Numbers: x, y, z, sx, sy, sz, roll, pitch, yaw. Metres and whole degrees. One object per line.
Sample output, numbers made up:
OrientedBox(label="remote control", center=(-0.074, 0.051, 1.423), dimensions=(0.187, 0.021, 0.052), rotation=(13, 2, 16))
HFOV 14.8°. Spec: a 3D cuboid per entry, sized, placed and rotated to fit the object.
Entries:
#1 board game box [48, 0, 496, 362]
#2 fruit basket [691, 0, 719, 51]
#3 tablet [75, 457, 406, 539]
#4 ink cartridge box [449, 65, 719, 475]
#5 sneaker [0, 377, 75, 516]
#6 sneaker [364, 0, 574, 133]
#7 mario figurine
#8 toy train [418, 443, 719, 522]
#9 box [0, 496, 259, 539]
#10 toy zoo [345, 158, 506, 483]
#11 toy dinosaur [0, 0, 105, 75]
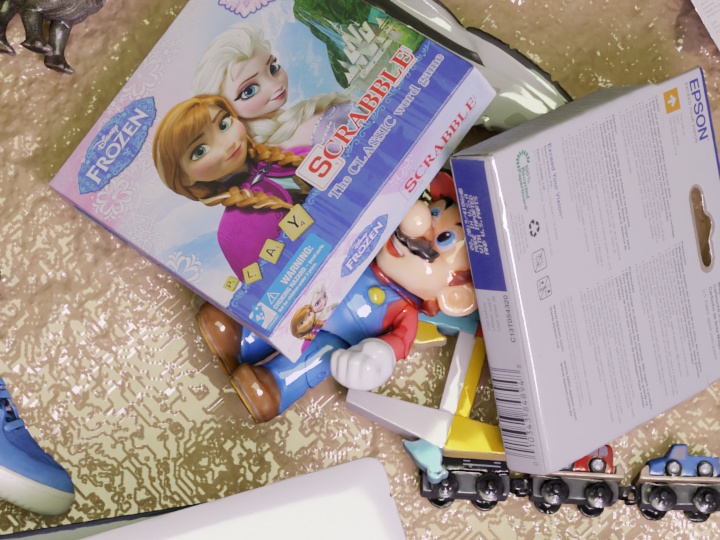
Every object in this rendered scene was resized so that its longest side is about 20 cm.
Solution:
OrientedBox(label="board game box", center=(-0.055, -0.077, 1.647), dimensions=(0.199, 0.041, 0.200), rotation=(32, 82, 33))
OrientedBox(label="fruit basket", center=(0.291, -0.197, 1.754), dimensions=(0.185, 0.094, 0.200), rotation=(-33, 102, -10))
OrientedBox(label="tablet", center=(-0.066, 0.189, 1.528), dimensions=(0.200, 0.014, 0.130), rotation=(-15, 83, -10))
OrientedBox(label="ink cartridge box", center=(0.146, -0.004, 1.664), dimensions=(0.200, 0.043, 0.197), rotation=(-24, 109, -42))
OrientedBox(label="sneaker", center=(-0.232, 0.052, 1.647), dimensions=(0.200, 0.077, 0.111), rotation=(35, 89, 6))
OrientedBox(label="sneaker", center=(0.040, -0.098, 1.708), dimensions=(0.200, 0.076, 0.115), rotation=(36, 82, 9))
OrientedBox(label="mario figurine", center=(0.000, 0.000, 1.638), dimensions=(0.200, 0.106, 0.124), rotation=(-31, 91, -4))
OrientedBox(label="toy train", center=(0.135, 0.126, 1.703), dimensions=(0.200, 0.034, 0.046), rotation=(4, 70, -6))
OrientedBox(label="box", center=(-0.157, 0.202, 1.598), dimensions=(0.200, 0.148, 0.107), rotation=(-9, 82, -8))
OrientedBox(label="toy zoo", center=(0.071, 0.035, 1.696), dimensions=(0.131, 0.020, 0.200), rotation=(15, 74, 4))
OrientedBox(label="toy dinosaur", center=(-0.203, -0.184, 1.694), dimensions=(0.200, 0.077, 0.102), rotation=(17, 83, 29))
